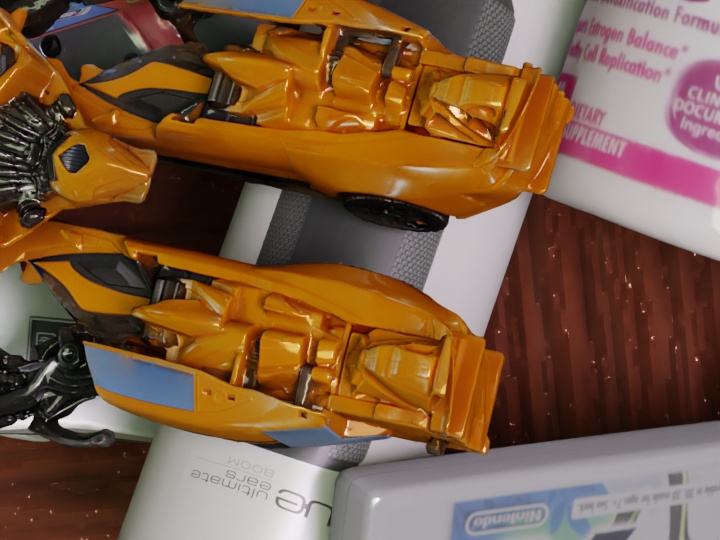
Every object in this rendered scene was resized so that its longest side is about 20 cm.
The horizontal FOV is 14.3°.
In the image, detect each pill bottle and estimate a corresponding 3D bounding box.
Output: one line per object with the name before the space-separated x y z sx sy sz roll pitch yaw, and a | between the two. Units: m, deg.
pill bottle | 0.128 -0.099 0.779 0.113 0.113 0.201 18 94 -3

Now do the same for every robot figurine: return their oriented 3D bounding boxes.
robot figurine | -0.051 -0.021 0.756 0.199 0.058 0.146 11 78 19

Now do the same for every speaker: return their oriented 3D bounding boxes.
speaker | 0.000 0.000 0.811 0.081 0.081 0.201 20 80 -3

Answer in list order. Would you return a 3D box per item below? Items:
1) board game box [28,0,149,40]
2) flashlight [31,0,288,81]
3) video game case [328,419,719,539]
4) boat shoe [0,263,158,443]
board game box | -0.152 -0.101 0.844 0.199 0.019 0.103 -17 66 7
flashlight | -0.118 -0.053 0.861 0.199 0.068 0.068 -21 117 2
video game case | 0.071 0.133 0.818 0.199 0.022 0.183 -5 112 -32
boat shoe | -0.106 0.020 0.854 0.199 0.064 0.071 13 84 -14
